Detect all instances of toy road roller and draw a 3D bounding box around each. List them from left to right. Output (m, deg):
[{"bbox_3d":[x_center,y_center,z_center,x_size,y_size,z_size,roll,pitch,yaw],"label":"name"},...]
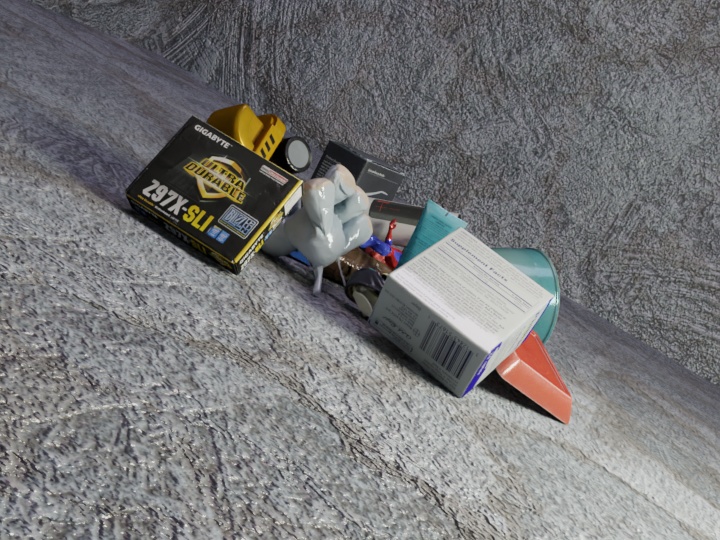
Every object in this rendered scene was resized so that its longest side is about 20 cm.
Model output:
[{"bbox_3d":[-0.185,-0.161,1.523,0.123,0.200,0.146,-5,-43,45],"label":"toy road roller"}]

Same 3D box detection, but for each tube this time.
[{"bbox_3d":[0.094,-0.012,1.648,0.077,0.200,0.050,32,11,10],"label":"tube"}]

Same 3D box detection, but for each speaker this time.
[{"bbox_3d":[0.078,-0.082,1.819,0.199,0.082,0.081,12,6,13],"label":"speaker"}]

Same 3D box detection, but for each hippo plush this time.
[{"bbox_3d":[-0.085,-0.071,1.610,0.160,0.201,0.159,4,6,35],"label":"hippo plush"}]

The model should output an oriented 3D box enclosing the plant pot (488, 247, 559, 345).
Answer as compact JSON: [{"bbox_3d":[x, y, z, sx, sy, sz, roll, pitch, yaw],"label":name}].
[{"bbox_3d":[0.221,0.050,1.781,0.187,0.201,0.200,6,19,-26],"label":"plant pot"}]

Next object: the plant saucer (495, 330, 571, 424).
[{"bbox_3d":[0.258,0.130,1.599,0.200,0.037,0.200,37,21,-37],"label":"plant saucer"}]

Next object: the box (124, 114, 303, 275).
[{"bbox_3d":[-0.206,-0.109,1.410,0.200,0.160,0.049,32,-20,15],"label":"box"}]

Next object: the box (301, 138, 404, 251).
[{"bbox_3d":[-0.027,-0.134,1.926,0.104,0.201,0.148,32,9,31],"label":"box"}]

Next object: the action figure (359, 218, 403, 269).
[{"bbox_3d":[0.048,-0.063,1.735,0.200,0.099,0.065,36,1,-44],"label":"action figure"}]

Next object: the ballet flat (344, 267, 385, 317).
[{"bbox_3d":[0.052,0.071,1.530,0.200,0.073,0.073,40,13,21],"label":"ballet flat"}]

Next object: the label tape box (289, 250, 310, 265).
[{"bbox_3d":[-0.169,-0.095,1.730,0.199,0.063,0.144,26,11,-17],"label":"label tape box"}]

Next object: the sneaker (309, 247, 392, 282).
[{"bbox_3d":[0.000,0.000,1.706,0.200,0.071,0.075,17,16,-49],"label":"sneaker"}]

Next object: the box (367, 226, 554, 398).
[{"bbox_3d":[0.147,0.056,1.454,0.184,0.105,0.200,39,42,19],"label":"box"}]

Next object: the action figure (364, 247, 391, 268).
[{"bbox_3d":[0.063,-0.026,1.894,0.065,0.052,0.200,40,15,27],"label":"action figure"}]

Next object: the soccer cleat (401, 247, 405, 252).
[{"bbox_3d":[0.163,-0.015,1.886,0.199,0.070,0.086,8,40,-41],"label":"soccer cleat"}]
